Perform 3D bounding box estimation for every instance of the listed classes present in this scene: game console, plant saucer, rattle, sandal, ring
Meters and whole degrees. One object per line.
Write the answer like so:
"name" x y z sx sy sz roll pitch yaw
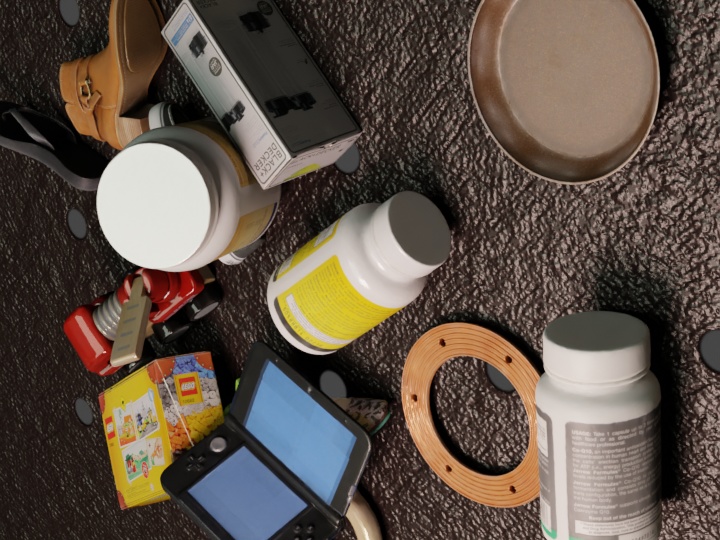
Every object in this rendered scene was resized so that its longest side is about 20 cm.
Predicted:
"game console" -0.107 0.208 1.515 0.199 0.170 0.119 37 150 32
"plant saucer" 0.183 -0.178 1.236 0.198 0.032 0.203 18 119 35
"rattle" -0.036 0.348 1.586 0.129 0.142 0.203 -15 92 27
"sandal" -0.387 -0.167 1.734 0.199 0.076 0.043 29 127 18
"ring" 0.124 0.147 1.435 0.199 0.019 0.203 17 117 37

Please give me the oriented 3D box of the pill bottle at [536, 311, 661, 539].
"pill bottle" 0.217 0.149 1.273 0.112 0.113 0.203 12 115 38

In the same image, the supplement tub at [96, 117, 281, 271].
"supplement tub" -0.174 -0.079 1.434 0.142 0.200 0.147 3 100 15

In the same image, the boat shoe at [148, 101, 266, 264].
"boat shoe" -0.169 -0.106 1.569 0.056 0.069 0.202 -28 90 27

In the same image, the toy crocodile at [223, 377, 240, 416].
"toy crocodile" -0.128 0.220 1.667 0.067 0.061 0.203 -139 46 -65

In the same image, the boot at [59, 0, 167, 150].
"boot" -0.295 -0.237 1.619 0.154 0.073 0.203 15 115 42

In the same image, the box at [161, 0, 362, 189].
"box" -0.101 -0.192 1.429 0.201 0.116 0.060 55 133 8

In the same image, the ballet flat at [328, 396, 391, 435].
"ballet flat" -0.046 0.180 1.562 0.200 0.072 0.073 -38 81 45

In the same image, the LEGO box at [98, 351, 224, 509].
"LEGO box" -0.239 0.197 1.695 0.199 0.076 0.151 -29 72 56

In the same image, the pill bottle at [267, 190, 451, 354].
"pill bottle" 0.000 0.000 1.420 0.199 0.111 0.112 -35 83 45

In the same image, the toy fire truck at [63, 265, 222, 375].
"toy fire truck" -0.268 0.060 1.602 0.175 0.200 0.129 -37 80 19
